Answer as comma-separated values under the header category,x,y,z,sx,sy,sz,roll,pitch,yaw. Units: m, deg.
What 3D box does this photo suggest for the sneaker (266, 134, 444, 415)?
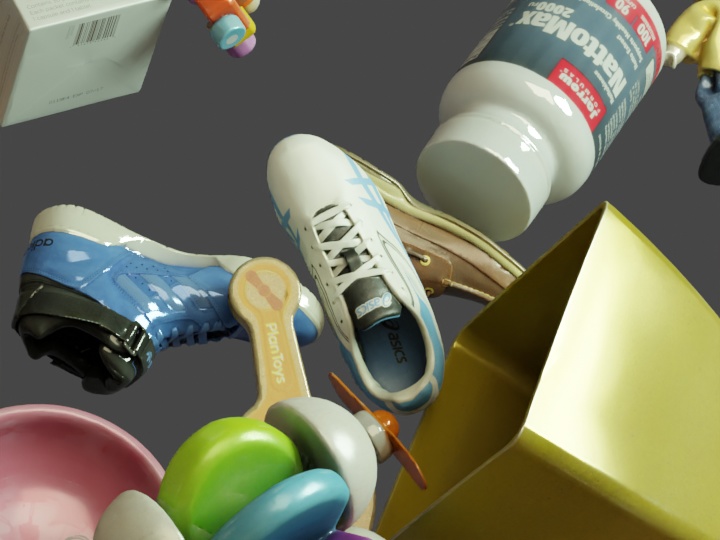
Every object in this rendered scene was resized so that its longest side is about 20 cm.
category,x,y,z,sx,sy,sz,roll,pitch,yaw
sneaker,0.000,0.000,1.690,0.072,0.072,0.201,-27,91,-4

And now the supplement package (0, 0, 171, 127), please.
category,x,y,z,sx,sy,sz,roll,pitch,yaw
supplement package,-0.230,-0.219,1.773,0.113,0.110,0.200,-18,64,-29

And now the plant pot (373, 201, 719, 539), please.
category,x,y,z,sx,sy,sz,roll,pitch,yaw
plant pot,0.149,0.115,1.639,0.176,0.200,0.201,32,51,-11

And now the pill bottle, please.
category,x,y,z,sx,sy,sz,roll,pitch,yaw
pill bottle,0.125,-0.117,1.825,0.119,0.120,0.200,33,53,4

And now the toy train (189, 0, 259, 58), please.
category,x,y,z,sx,sy,sz,roll,pitch,yaw
toy train,-0.115,-0.227,1.800,0.056,0.150,0.200,-35,65,2

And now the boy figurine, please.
category,x,y,z,sx,sy,sz,roll,pitch,yaw
boy figurine,0.278,-0.158,1.943,0.124,0.065,0.201,8,54,-14

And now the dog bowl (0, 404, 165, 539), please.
category,x,y,z,sx,sy,sz,roll,pitch,yaw
dog bowl,-0.192,0.168,1.545,0.199,0.074,0.201,9,55,-14

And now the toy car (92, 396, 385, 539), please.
category,x,y,z,sx,sy,sz,roll,pitch,yaw
toy car,-0.042,0.181,1.460,0.175,0.201,0.150,-28,26,-26

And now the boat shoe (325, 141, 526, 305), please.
category,x,y,z,sx,sy,sz,roll,pitch,yaw
boat shoe,0.039,-0.010,1.762,0.200,0.072,0.068,31,86,-2

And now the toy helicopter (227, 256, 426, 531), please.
category,x,y,z,sx,sy,sz,roll,pitch,yaw
toy helicopter,-0.036,0.087,1.610,0.132,0.079,0.201,-9,75,-8

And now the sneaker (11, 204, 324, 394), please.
category,x,y,z,sx,sy,sz,roll,pitch,yaw
sneaker,-0.126,0.040,1.656,0.199,0.077,0.112,20,57,-12
